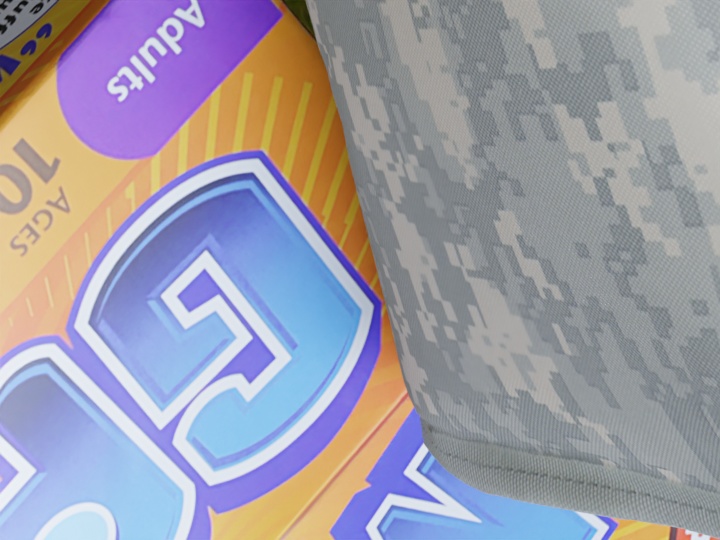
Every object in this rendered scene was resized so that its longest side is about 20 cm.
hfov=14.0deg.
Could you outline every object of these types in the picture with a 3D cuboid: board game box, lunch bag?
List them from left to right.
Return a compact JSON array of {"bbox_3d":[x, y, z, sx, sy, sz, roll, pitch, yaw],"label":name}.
[{"bbox_3d":[-0.080,0.053,0.634,0.200,0.200,0.200,48,168,-27],"label":"board game box"},{"bbox_3d":[0.051,-0.051,0.463,0.200,0.117,0.165,7,117,64],"label":"lunch bag"}]

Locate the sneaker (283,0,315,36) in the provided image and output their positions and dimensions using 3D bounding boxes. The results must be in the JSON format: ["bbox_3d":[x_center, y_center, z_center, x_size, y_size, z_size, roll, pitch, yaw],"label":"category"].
[{"bbox_3d":[0.016,-0.029,0.648,0.200,0.074,0.084,162,91,-71],"label":"sneaker"}]
